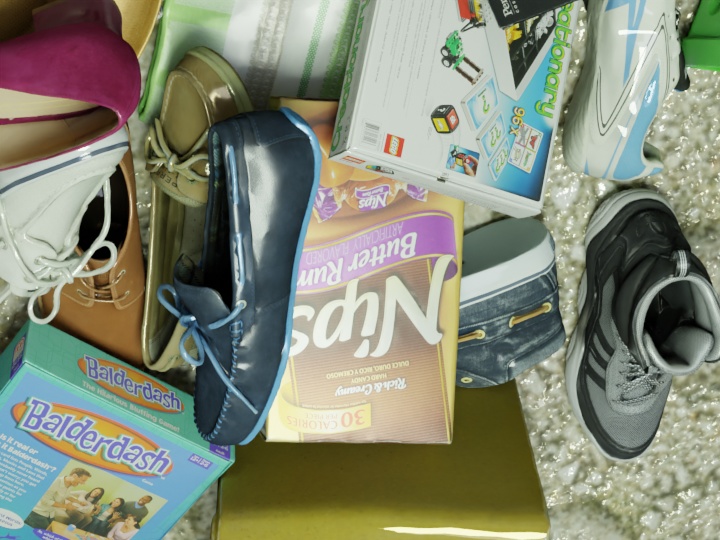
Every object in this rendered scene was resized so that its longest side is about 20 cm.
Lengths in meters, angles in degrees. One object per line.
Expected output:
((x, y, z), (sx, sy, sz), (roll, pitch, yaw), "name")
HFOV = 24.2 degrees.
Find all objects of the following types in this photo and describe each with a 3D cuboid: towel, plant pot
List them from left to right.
((-0.023, -0.136, 1.009), (0.197, 0.031, 0.151), (9, 112, -17), "towel")
((0.000, 0.183, 1.086), (0.197, 0.195, 0.198), (5, 116, -6), "plant pot")

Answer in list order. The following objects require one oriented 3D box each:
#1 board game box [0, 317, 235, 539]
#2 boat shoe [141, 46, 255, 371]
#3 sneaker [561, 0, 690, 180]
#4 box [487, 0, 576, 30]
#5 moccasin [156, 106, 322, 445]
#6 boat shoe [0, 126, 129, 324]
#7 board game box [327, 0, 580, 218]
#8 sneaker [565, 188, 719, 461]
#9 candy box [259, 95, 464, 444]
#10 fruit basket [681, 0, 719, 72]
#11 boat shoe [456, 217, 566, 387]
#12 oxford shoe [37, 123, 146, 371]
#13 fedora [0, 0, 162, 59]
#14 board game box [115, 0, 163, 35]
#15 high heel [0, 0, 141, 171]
((-0.195, 0.137, 1.068), (0.151, 0.045, 0.200), (29, 121, -24), "board game box")
((-0.101, -0.032, 0.993), (0.063, 0.073, 0.203), (-23, 134, -36), "boat shoe")
((0.171, -0.150, 1.025), (0.071, 0.072, 0.202), (2, 119, -8), "sneaker")
((0.104, -0.248, 0.885), (0.079, 0.140, 0.202), (-33, 104, -44), "box")
((-0.078, 0.003, 0.946), (0.067, 0.080, 0.203), (-1, 110, -32), "moccasin")
((-0.183, -0.015, 0.943), (0.201, 0.074, 0.087), (-29, 83, 43), "boat shoe")
((0.062, -0.144, 0.967), (0.125, 0.035, 0.203), (16, 78, -20), "board game box")
((0.187, 0.057, 1.106), (0.074, 0.114, 0.202), (-6, 117, -10), "sneaker")
((0.000, 0.000, 1.003), (0.115, 0.056, 0.203), (1, 96, -11), "candy box")
((0.301, -0.106, 1.047), (0.213, 0.155, 0.219), (-2, 99, -14), "fruit basket")
((0.040, 0.042, 1.088), (0.198, 0.071, 0.092), (-18, 119, -4), "boat shoe")
((-0.162, 0.000, 1.021), (0.070, 0.071, 0.202), (-8, 119, -11), "oxford shoe")
((-0.183, -0.146, 0.824), (0.198, 0.082, 0.203), (-5, 117, -10), "fedora")
((-0.230, -0.179, 0.900), (0.198, 0.097, 0.161), (-24, 119, -1), "board game box")
((-0.193, -0.061, 0.764), (0.198, 0.097, 0.068), (-28, 126, 8), "high heel")
